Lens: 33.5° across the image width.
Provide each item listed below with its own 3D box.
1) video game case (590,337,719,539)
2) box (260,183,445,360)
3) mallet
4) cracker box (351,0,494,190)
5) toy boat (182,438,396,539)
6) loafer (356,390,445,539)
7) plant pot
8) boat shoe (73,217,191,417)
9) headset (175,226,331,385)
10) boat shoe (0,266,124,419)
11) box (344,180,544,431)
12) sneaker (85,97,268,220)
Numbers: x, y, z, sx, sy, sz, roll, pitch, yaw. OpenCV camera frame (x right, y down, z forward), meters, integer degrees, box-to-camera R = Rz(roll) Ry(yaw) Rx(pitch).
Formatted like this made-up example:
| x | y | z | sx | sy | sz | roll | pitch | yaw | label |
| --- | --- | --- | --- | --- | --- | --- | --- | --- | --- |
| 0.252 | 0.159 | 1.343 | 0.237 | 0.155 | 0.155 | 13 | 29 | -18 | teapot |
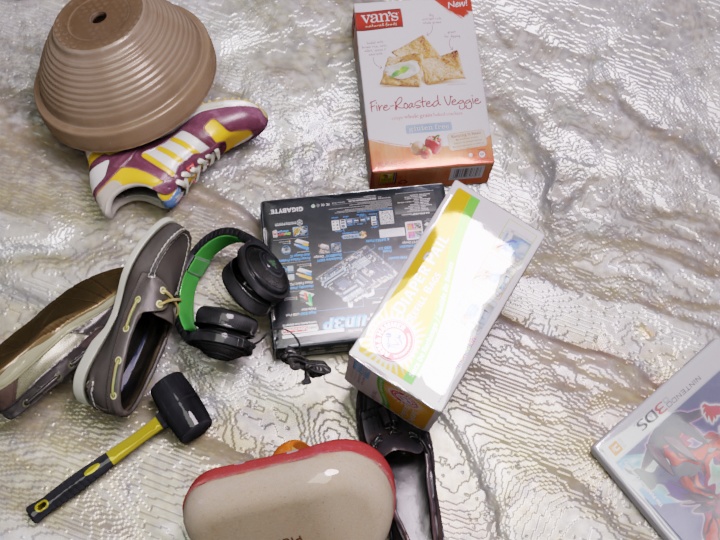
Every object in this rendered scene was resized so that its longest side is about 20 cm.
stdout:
| x | y | z | sx | sy | sz | roll | pitch | yaw | label |
| --- | --- | --- | --- | --- | --- | --- | --- | --- | --- |
| 0.359 | 0.198 | 1.194 | 0.181 | 0.023 | 0.201 | -37 | 77 | -13 | video game case |
| 0.000 | 0.000 | 1.234 | 0.196 | 0.046 | 0.162 | -6 | 72 | -4 | box |
| -0.233 | 0.187 | 1.170 | 0.200 | 0.041 | 0.066 | -43 | 74 | -10 | mallet |
| 0.065 | -0.193 | 1.296 | 0.132 | 0.058 | 0.203 | -5 | 71 | -5 | cracker box |
| -0.063 | 0.210 | 1.129 | 0.197 | 0.132 | 0.131 | -14 | 29 | 12 | toy boat |
| 0.044 | 0.192 | 1.162 | 0.071 | 0.063 | 0.203 | -12 | 72 | -7 | loafer |
| -0.255 | -0.228 | 1.242 | 0.197 | 0.093 | 0.203 | -6 | 53 | 8 | plant pot |
| -0.209 | 0.046 | 1.179 | 0.060 | 0.072 | 0.204 | 16 | 76 | 29 | boat shoe |
| -0.108 | 0.041 | 1.178 | 0.200 | 0.093 | 0.125 | 39 | 100 | 45 | headset |
| -0.291 | 0.069 | 1.192 | 0.199 | 0.066 | 0.073 | -38 | 31 | -27 | boat shoe |
| 0.078 | 0.037 | 1.143 | 0.101 | 0.113 | 0.201 | 31 | 75 | 6 | box |
| -0.185 | -0.112 | 1.253 | 0.197 | 0.075 | 0.091 | -17 | 70 | 2 | sneaker |
